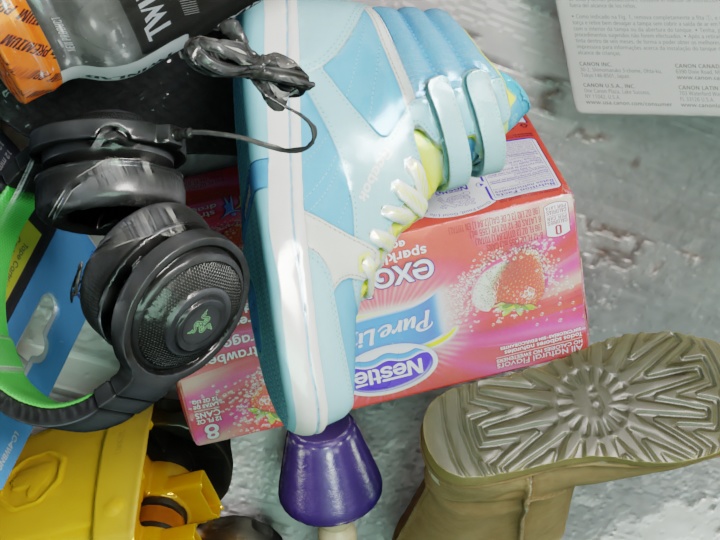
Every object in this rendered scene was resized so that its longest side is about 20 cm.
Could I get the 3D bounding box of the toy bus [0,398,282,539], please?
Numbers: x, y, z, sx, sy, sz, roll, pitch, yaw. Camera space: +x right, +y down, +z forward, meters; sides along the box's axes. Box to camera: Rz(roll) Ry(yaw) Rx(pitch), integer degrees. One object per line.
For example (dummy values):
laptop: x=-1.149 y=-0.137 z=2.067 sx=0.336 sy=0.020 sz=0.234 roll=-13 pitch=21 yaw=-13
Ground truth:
toy bus: x=-0.144 y=0.176 z=1.014 sx=0.192 sy=0.136 sz=0.200 roll=-16 pitch=127 yaw=13

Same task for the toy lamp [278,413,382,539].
toy lamp: x=-0.011 y=0.161 z=1.071 sx=0.058 sy=0.058 sz=0.200 roll=-10 pitch=124 yaw=-7

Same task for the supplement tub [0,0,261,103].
supplement tub: x=-0.077 y=-0.158 z=0.793 sx=0.200 sy=0.123 sz=0.123 roll=-33 pitch=124 yaw=-10

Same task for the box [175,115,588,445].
box: x=0.000 y=0.000 z=0.946 sx=0.200 sy=0.100 sz=0.096 roll=-13 pitch=123 yaw=-5

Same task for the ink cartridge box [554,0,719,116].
ink cartridge box: x=0.159 y=-0.163 z=0.867 sx=0.161 sy=0.050 sz=0.200 roll=4 pitch=122 yaw=30

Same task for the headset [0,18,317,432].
headset: x=-0.098 y=-0.020 z=0.790 sx=0.200 sy=0.124 sz=0.094 roll=-39 pitch=151 yaw=22

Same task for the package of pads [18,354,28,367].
package of pads: x=-0.257 y=0.059 z=0.902 sx=0.200 sy=0.068 sz=0.155 roll=42 pitch=62 yaw=-30

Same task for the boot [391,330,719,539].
boot: x=0.104 y=0.102 z=1.003 sx=0.175 sy=0.066 sz=0.200 roll=-5 pitch=156 yaw=-3

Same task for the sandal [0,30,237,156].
sandal: x=-0.094 y=-0.088 z=0.903 sx=0.200 sy=0.048 sz=0.075 roll=10 pitch=104 yaw=-32

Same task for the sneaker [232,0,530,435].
sneaker: x=0.014 y=-0.030 z=0.849 sx=0.130 sy=0.080 sz=0.200 roll=-2 pitch=77 yaw=-10

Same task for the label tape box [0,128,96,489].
label tape box: x=-0.211 y=-0.015 z=0.858 sx=0.066 sy=0.143 sz=0.200 roll=-12 pitch=131 yaw=33
